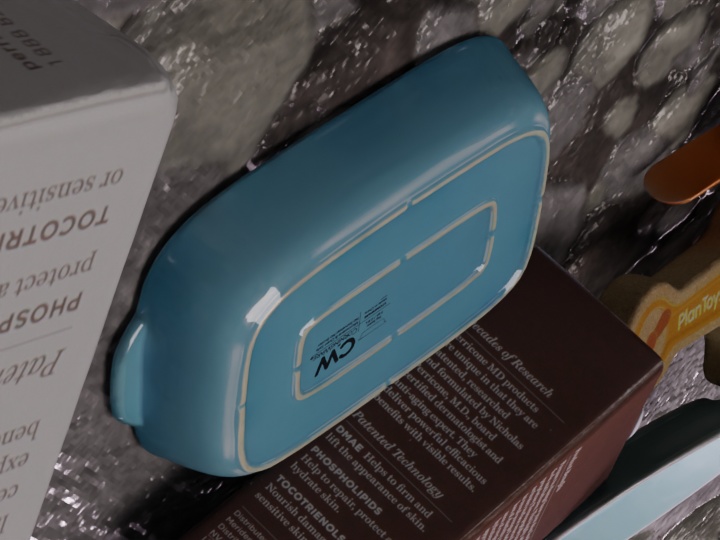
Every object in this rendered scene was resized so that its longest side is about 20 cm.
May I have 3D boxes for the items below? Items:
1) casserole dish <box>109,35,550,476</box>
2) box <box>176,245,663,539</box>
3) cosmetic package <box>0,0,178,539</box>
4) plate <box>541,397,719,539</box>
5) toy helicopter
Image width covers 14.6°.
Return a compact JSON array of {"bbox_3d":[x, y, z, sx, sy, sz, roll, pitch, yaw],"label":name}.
[{"bbox_3d":[0.000,0.000,0.957,0.200,0.039,0.121,-33,147,-32],"label":"casserole dish"},{"bbox_3d":[0.013,0.090,1.029,0.200,0.075,0.100,-37,161,-27],"label":"box"},{"bbox_3d":[-0.172,0.016,0.562,0.166,0.167,0.200,-19,138,-49],"label":"cosmetic package"},{"bbox_3d":[0.099,0.102,1.194,0.200,0.026,0.200,-32,167,-8],"label":"plate"},{"bbox_3d":[0.150,-0.008,1.136,0.200,0.079,0.133,-29,129,-51],"label":"toy helicopter"}]
